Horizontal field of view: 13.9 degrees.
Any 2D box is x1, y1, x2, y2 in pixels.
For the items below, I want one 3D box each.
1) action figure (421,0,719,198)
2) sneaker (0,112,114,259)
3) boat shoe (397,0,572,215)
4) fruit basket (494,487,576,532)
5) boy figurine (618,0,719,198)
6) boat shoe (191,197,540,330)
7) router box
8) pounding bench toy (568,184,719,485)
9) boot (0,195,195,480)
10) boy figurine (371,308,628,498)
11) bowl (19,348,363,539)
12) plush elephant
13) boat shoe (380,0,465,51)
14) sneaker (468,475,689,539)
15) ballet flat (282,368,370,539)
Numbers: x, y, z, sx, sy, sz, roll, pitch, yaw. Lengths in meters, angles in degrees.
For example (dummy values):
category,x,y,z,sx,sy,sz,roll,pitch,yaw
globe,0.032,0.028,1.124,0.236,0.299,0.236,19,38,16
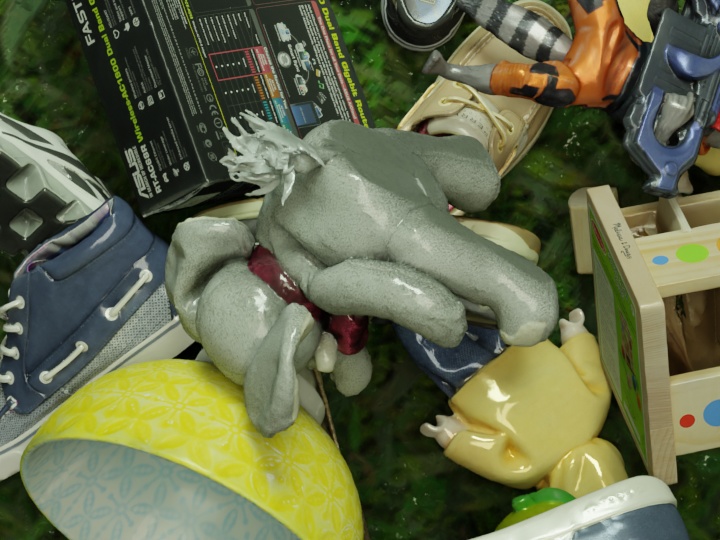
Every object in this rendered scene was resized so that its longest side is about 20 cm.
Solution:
category,x,y,z,sx,sy,sz,roll,pitch,yaw
action figure,0.158,-0.138,1.675,0.193,0.105,0.200,29,72,-3
sneaker,-0.170,-0.033,1.720,0.074,0.089,0.200,-36,116,20
boat shoe,0.060,-0.075,1.735,0.074,0.069,0.200,35,87,-2
fruit basket,0.127,0.234,1.697,0.215,0.156,0.216,-2,65,3
boy figurine,0.208,-0.096,1.743,0.200,0.064,0.124,36,113,3
boat shoe,0.000,0.000,1.662,0.200,0.073,0.065,3,73,5
router box,-0.086,-0.140,1.683,0.150,0.062,0.200,-13,81,-47
pounding bench toy,0.213,0.002,1.684,0.156,0.200,0.124,-11,124,-5
boot,-0.182,0.040,1.685,0.200,0.073,0.090,-36,112,15
boy figurine,0.097,0.075,1.735,0.124,0.064,0.200,-43,94,-22
bowl,-0.077,0.106,1.636,0.200,0.200,0.108,28,63,-2
plush elephant,-0.018,0.009,1.559,0.200,0.165,0.155,17,119,-33
boat shoe,0.054,-0.229,1.742,0.070,0.066,0.200,17,87,-3
sneaker,0.089,0.186,1.604,0.200,0.075,0.085,-23,69,2
ballet flat,-0.039,0.119,1.724,0.070,0.065,0.200,-19,90,-7
